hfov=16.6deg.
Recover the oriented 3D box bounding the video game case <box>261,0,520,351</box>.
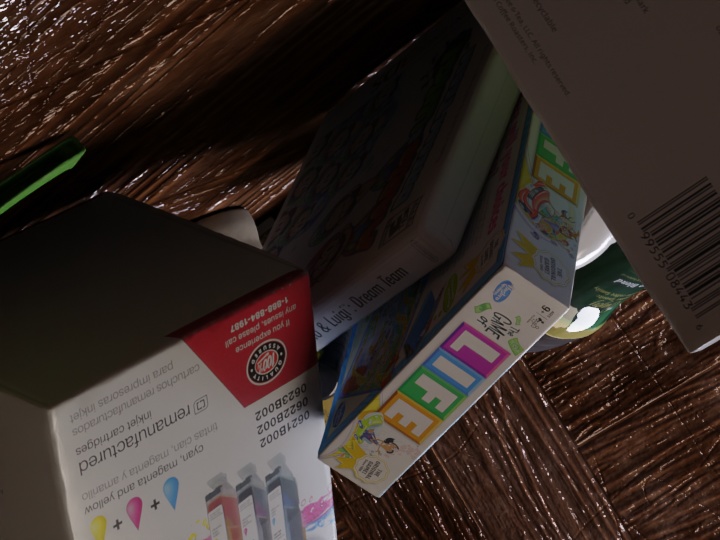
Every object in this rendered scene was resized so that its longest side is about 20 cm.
[{"bbox_3d":[0.010,-0.043,1.134,0.182,0.024,0.200,-36,-157,45],"label":"video game case"}]

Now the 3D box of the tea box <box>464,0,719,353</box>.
[{"bbox_3d":[0.155,-0.097,0.981,0.133,0.200,0.197,-34,174,25],"label":"tea box"}]

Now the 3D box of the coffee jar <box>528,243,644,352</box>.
[{"bbox_3d":[0.150,-0.032,1.445,0.200,0.105,0.085,-34,159,36],"label":"coffee jar"}]

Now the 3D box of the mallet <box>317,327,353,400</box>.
[{"bbox_3d":[0.000,0.000,1.171,0.066,0.041,0.200,-48,-167,16],"label":"mallet"}]

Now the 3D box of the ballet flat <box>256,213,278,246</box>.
[{"bbox_3d":[-0.002,-0.040,1.459,0.200,0.046,0.067,-35,174,38],"label":"ballet flat"}]

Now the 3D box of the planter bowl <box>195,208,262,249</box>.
[{"bbox_3d":[-0.116,0.073,1.404,0.200,0.135,0.200,-31,175,-3],"label":"planter bowl"}]

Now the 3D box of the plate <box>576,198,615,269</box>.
[{"bbox_3d":[0.153,-0.090,1.312,0.200,0.032,0.200,-57,-173,6],"label":"plate"}]

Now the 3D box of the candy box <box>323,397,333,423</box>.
[{"bbox_3d":[0.021,0.009,1.557,0.200,0.056,0.117,-60,163,17],"label":"candy box"}]

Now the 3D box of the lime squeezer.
[{"bbox_3d":[-0.168,-0.007,0.887,0.071,0.038,0.200,-34,173,24],"label":"lime squeezer"}]

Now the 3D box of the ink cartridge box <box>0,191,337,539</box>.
[{"bbox_3d":[-0.108,0.096,1.071,0.144,0.201,0.145,21,-143,41],"label":"ink cartridge box"}]

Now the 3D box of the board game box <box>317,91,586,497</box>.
[{"bbox_3d":[0.048,-0.010,1.080,0.134,0.034,0.200,-48,-164,34],"label":"board game box"}]
